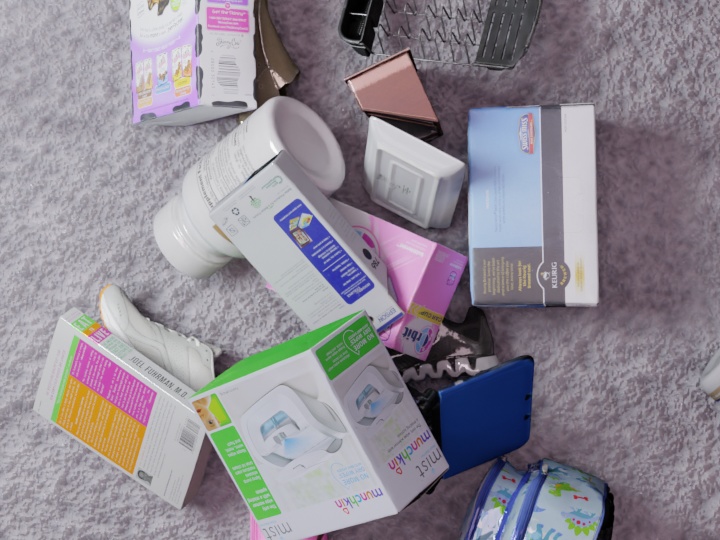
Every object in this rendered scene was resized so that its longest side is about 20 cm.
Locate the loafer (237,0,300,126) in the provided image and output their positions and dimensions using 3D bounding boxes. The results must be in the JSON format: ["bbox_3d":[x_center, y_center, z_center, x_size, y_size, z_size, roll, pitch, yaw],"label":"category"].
[{"bbox_3d":[-0.098,-0.219,1.765,0.067,0.076,0.203,-3,98,4],"label":"loafer"}]

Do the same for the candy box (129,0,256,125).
[{"bbox_3d":[-0.176,-0.260,1.721,0.071,0.167,0.203,-1,89,-32],"label":"candy box"}]

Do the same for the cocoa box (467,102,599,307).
[{"bbox_3d":[0.176,-0.063,1.701,0.129,0.133,0.203,-1,89,5],"label":"cocoa box"}]

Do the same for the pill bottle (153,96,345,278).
[{"bbox_3d":[-0.120,-0.079,1.714,0.199,0.114,0.115,-37,85,31],"label":"pill bottle"}]

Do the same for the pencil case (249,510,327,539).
[{"bbox_3d":[-0.080,0.234,1.745,0.090,0.093,0.203,-5,86,44],"label":"pencil case"}]

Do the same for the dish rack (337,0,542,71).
[{"bbox_3d":[0.089,-0.284,1.724,0.198,0.055,0.155,9,72,17],"label":"dish rack"}]

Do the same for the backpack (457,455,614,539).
[{"bbox_3d":[0.169,0.284,1.664,0.145,0.200,0.185,19,92,5],"label":"backpack"}]

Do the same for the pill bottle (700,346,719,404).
[{"bbox_3d":[0.454,0.135,1.681,0.199,0.116,0.116,39,93,4],"label":"pill bottle"}]

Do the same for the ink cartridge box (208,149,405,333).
[{"bbox_3d":[-0.049,-0.014,1.636,0.099,0.039,0.200,-34,102,29],"label":"ink cartridge box"}]

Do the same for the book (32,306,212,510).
[{"bbox_3d":[-0.243,0.144,1.732,0.199,0.048,0.134,34,130,15],"label":"book"}]

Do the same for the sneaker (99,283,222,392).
[{"bbox_3d":[-0.201,0.089,1.775,0.092,0.076,0.201,-35,94,-3],"label":"sneaker"}]

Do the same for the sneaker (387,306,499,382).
[{"bbox_3d":[0.048,0.077,1.750,0.197,0.066,0.092,-5,85,2],"label":"sneaker"}]

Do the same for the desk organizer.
[{"bbox_3d":[0.038,-0.166,1.685,0.071,0.200,0.078,-25,89,4],"label":"desk organizer"}]

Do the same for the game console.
[{"bbox_3d":[0.074,0.131,1.691,0.170,0.201,0.119,31,65,21],"label":"game console"}]

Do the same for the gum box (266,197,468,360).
[{"bbox_3d":[0.000,0.000,1.712,0.199,0.066,0.115,25,92,38],"label":"gum box"}]

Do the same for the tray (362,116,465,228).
[{"bbox_3d":[0.048,-0.090,1.683,0.107,0.200,0.022,29,75,6],"label":"tray"}]

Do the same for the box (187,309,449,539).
[{"bbox_3d":[-0.041,0.157,1.608,0.199,0.096,0.178,-22,98,45],"label":"box"}]
